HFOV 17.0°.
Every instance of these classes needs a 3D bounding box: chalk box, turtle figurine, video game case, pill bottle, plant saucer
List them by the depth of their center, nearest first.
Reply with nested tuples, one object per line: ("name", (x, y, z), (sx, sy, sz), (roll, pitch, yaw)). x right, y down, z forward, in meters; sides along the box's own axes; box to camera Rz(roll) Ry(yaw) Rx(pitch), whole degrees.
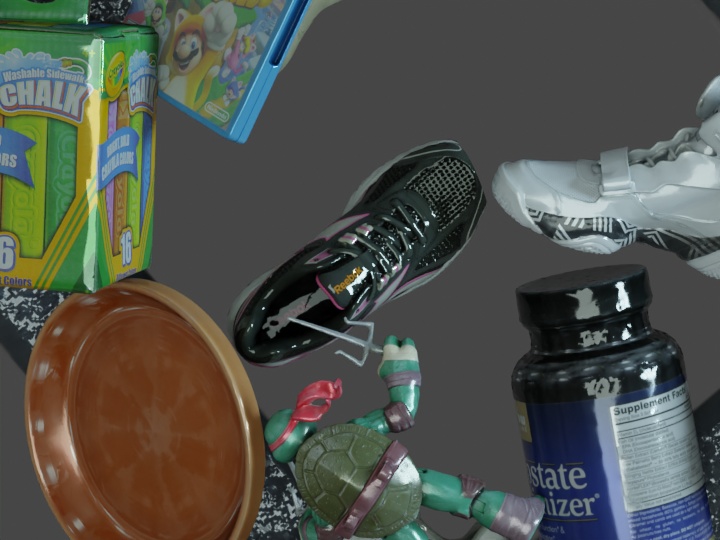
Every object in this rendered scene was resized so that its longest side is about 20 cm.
("chalk box", (-0.198, -0.096, 1.469), (0.124, 0.124, 0.201), (3, 98, 11))
("turtle figurine", (0.007, 0.129, 1.488), (0.200, 0.101, 0.150), (35, 113, -2))
("video game case", (-0.076, -0.195, 1.502), (0.143, 0.018, 0.201), (33, 100, 44))
("pill bottle", (0.157, 0.102, 1.525), (0.111, 0.112, 0.201), (-11, 96, 4))
("plant saucer", (-0.136, 0.103, 1.537), (0.200, 0.032, 0.201), (11, 107, 38))

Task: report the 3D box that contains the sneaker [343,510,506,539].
("sneaker", (0.004, 0.189, 1.571), (0.199, 0.078, 0.100), (2, 89, -5))

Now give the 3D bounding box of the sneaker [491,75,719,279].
("sneaker", (0.188, -0.067, 1.510), (0.199, 0.075, 0.115), (13, 114, -3))

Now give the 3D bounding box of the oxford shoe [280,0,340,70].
("oxford shoe", (-0.004, -0.198, 1.520), (0.075, 0.070, 0.200), (33, 100, -8))

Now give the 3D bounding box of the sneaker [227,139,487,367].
("sneaker", (0.000, 0.000, 1.533), (0.200, 0.086, 0.080), (-43, 95, 6))
